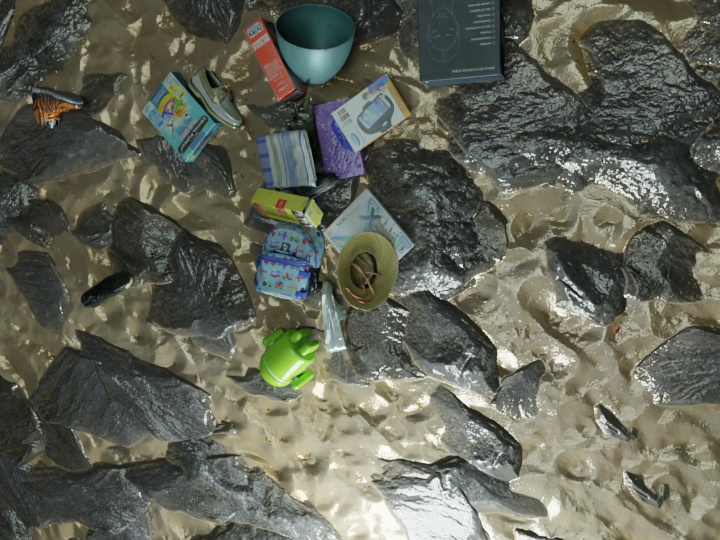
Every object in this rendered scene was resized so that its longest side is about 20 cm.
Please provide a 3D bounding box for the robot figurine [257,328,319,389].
[{"bbox_3d":[-0.209,0.250,1.829,0.200,0.115,0.176,-43,79,21],"label":"robot figurine"}]

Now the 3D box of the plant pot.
[{"bbox_3d":[-0.116,-0.559,1.623,0.197,0.202,0.136,23,143,12],"label":"plant pot"}]

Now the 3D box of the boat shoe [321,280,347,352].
[{"bbox_3d":[-0.071,0.127,1.793,0.070,0.070,0.206,-6,98,-1],"label":"boat shoe"}]

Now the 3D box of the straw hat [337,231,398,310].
[{"bbox_3d":[0.000,0.000,1.701,0.085,0.198,0.206,2,105,62],"label":"straw hat"}]

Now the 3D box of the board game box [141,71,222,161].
[{"bbox_3d":[-0.512,-0.440,1.836,0.151,0.047,0.201,-44,85,21],"label":"board game box"}]

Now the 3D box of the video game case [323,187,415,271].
[{"bbox_3d":[0.021,-0.087,1.738,0.182,0.022,0.201,-42,86,21],"label":"video game case"}]

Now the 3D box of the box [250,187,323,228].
[{"bbox_3d":[-0.201,-0.171,1.736,0.197,0.075,0.051,16,68,32],"label":"box"}]

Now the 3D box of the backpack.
[{"bbox_3d":[-0.194,-0.035,1.762,0.179,0.134,0.204,16,102,14],"label":"backpack"}]

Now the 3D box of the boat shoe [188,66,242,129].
[{"bbox_3d":[-0.395,-0.480,1.775,0.200,0.075,0.069,46,116,6],"label":"boat shoe"}]

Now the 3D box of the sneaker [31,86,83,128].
[{"bbox_3d":[-0.923,-0.489,1.956,0.197,0.077,0.115,18,110,25],"label":"sneaker"}]

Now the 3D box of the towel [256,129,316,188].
[{"bbox_3d":[-0.200,-0.292,1.699,0.197,0.024,0.150,4,111,42],"label":"towel"}]

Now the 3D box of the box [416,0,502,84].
[{"bbox_3d":[0.241,-0.553,1.522,0.195,0.124,0.202,1,99,18],"label":"box"}]

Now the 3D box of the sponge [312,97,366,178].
[{"bbox_3d":[-0.055,-0.349,1.710,0.109,0.030,0.205,-9,98,20],"label":"sponge"}]

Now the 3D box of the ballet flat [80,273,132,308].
[{"bbox_3d":[-0.803,0.062,2.036,0.197,0.057,0.068,-24,65,16],"label":"ballet flat"}]

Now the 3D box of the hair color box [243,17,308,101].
[{"bbox_3d":[-0.218,-0.550,1.683,0.063,0.111,0.203,-27,92,20],"label":"hair color box"}]

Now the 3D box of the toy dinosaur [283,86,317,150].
[{"bbox_3d":[-0.154,-0.412,1.699,0.087,0.048,0.202,26,142,22],"label":"toy dinosaur"}]

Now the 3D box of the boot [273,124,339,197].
[{"bbox_3d":[-0.157,-0.298,1.721,0.163,0.065,0.204,-23,90,38],"label":"boot"}]

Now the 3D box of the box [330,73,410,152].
[{"bbox_3d":[0.018,-0.397,1.649,0.198,0.041,0.120,-34,94,8],"label":"box"}]
